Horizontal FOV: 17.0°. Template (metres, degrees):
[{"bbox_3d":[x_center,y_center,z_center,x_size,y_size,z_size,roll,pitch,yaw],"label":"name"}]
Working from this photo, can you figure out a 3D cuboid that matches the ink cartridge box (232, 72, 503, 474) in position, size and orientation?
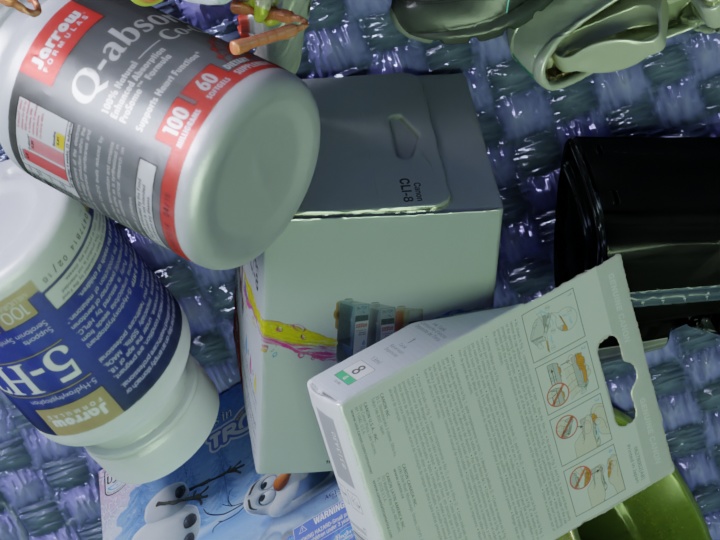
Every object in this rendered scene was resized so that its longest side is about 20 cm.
[{"bbox_3d":[0.000,0.000,1.468,0.143,0.146,0.201,-2,128,-8],"label":"ink cartridge box"}]

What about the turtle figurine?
[{"bbox_3d":[-0.132,-0.176,1.294,0.198,0.161,0.065,6,110,-20],"label":"turtle figurine"}]

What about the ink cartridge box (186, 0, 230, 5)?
[{"bbox_3d":[-0.035,-0.253,1.229,0.199,0.057,0.164,-33,120,-24],"label":"ink cartridge box"}]

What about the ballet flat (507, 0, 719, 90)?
[{"bbox_3d":[0.184,-0.157,1.425,0.199,0.070,0.070,-23,128,8],"label":"ballet flat"}]

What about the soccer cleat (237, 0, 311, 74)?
[{"bbox_3d":[-0.037,-0.192,1.362,0.077,0.070,0.201,-7,126,-8],"label":"soccer cleat"}]

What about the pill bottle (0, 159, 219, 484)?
[{"bbox_3d":[-0.175,0.037,1.485,0.119,0.120,0.200,-28,127,13],"label":"pill bottle"}]

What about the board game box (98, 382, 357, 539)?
[{"bbox_3d":[-0.077,0.158,1.547,0.199,0.200,0.043,-33,125,16],"label":"board game box"}]

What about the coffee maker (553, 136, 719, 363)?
[{"bbox_3d":[0.225,-0.037,1.504,0.198,0.135,0.194,-3,105,-9],"label":"coffee maker"}]

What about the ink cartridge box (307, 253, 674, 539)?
[{"bbox_3d":[0.079,0.094,1.425,0.199,0.050,0.162,-28,119,-20],"label":"ink cartridge box"}]

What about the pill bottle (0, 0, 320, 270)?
[{"bbox_3d":[-0.130,-0.089,1.335,0.199,0.116,0.117,26,137,28],"label":"pill bottle"}]

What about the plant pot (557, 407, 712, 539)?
[{"bbox_3d":[0.122,0.222,1.655,0.189,0.201,0.200,-29,128,29],"label":"plant pot"}]

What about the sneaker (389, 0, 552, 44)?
[{"bbox_3d":[0.104,-0.196,1.387,0.199,0.076,0.080,-24,119,-1],"label":"sneaker"}]
